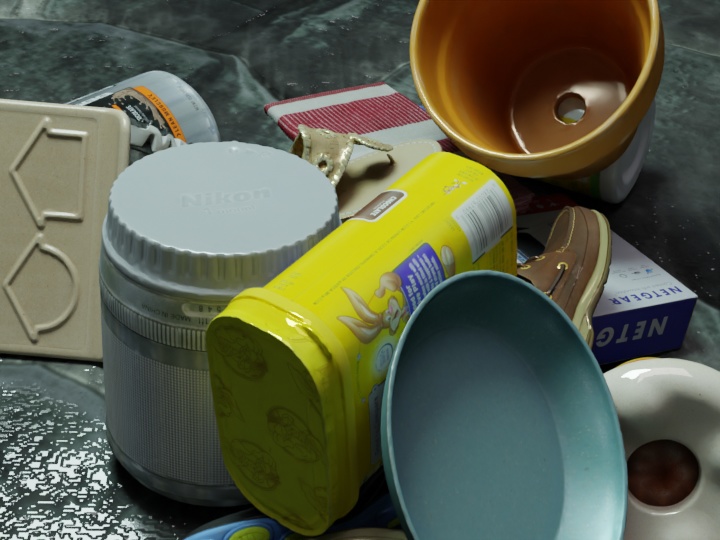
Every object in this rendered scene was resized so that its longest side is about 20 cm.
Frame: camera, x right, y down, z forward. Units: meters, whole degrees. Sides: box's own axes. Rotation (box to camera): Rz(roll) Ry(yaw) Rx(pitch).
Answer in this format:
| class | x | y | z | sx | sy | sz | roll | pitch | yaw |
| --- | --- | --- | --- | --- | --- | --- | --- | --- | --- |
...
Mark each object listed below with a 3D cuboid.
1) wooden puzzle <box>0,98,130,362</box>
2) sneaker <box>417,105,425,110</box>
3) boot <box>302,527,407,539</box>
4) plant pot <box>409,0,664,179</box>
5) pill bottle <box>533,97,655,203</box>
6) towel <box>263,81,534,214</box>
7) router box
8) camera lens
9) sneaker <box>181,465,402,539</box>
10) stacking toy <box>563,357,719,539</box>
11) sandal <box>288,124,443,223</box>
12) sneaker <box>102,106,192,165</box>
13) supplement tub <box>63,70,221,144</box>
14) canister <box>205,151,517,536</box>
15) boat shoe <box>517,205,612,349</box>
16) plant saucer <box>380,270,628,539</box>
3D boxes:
| class | x | y | z | sx | sy | sz | roll | pitch | yaw |
| --- | --- | --- | --- | --- | --- | --- | --- | --- | --- |
| wooden puzzle | -0.269 | -0.034 | 1.040 | 0.197 | 0.188 | 0.046 | 5 | 6 | 5 |
| sneaker | 0.012 | -0.090 | 1.238 | 0.074 | 0.079 | 0.200 | 16 | 34 | 19 |
| boot | 0.037 | 0.221 | 0.757 | 0.197 | 0.074 | 0.156 | 7 | 31 | -11 |
| plant pot | 0.160 | -0.162 | 1.157 | 0.198 | 0.203 | 0.183 | 19 | -5 | 22 |
| pill bottle | 0.168 | -0.144 | 1.311 | 0.198 | 0.112 | 0.111 | 20 | 35 | 23 |
| towel | 0.030 | -0.093 | 1.155 | 0.143 | 0.023 | 0.200 | -15 | 44 | -39 |
| router box | 0.135 | 0.009 | 1.105 | 0.198 | 0.049 | 0.179 | -9 | 34 | -32 |
| camera lens | -0.090 | 0.039 | 0.908 | 0.157 | 0.202 | 0.161 | 3 | 32 | -2 |
| sneaker | -0.024 | 0.162 | 0.863 | 0.197 | 0.072 | 0.082 | -15 | 17 | -25 |
| stacking toy | 0.194 | 0.104 | 0.938 | 0.144 | 0.148 | 0.200 | 7 | 16 | 4 |
| sandal | -0.043 | -0.074 | 1.052 | 0.209 | 0.070 | 0.078 | -22 | 35 | 4 |
| sneaker | -0.140 | -0.059 | 1.117 | 0.066 | 0.092 | 0.199 | 14 | -3 | 44 |
| supplement tub | -0.221 | -0.082 | 1.158 | 0.122 | 0.124 | 0.199 | 26 | 39 | 31 |
| canister | 0.009 | 0.037 | 0.821 | 0.086 | 0.150 | 0.200 | 23 | 44 | 30 |
| boat shoe | 0.128 | 0.019 | 0.965 | 0.067 | 0.072 | 0.201 | 24 | 45 | -2 |
| plant saucer | 0.075 | 0.102 | 0.775 | 0.036 | 0.202 | 0.199 | -21 | 10 | 44 |
